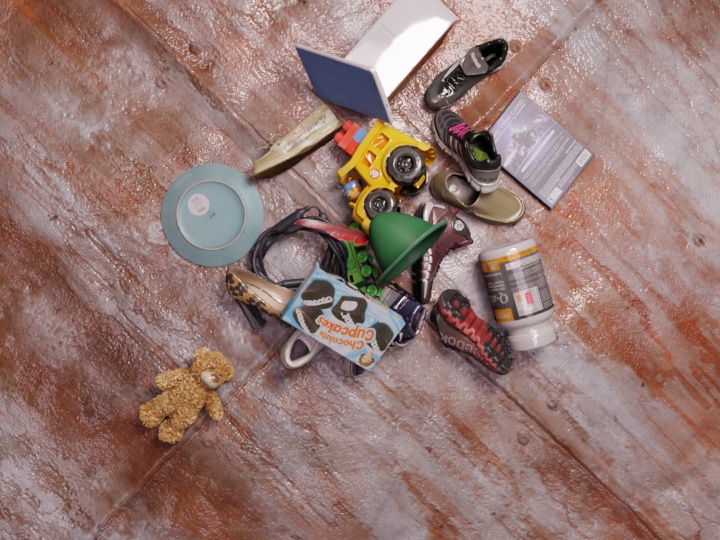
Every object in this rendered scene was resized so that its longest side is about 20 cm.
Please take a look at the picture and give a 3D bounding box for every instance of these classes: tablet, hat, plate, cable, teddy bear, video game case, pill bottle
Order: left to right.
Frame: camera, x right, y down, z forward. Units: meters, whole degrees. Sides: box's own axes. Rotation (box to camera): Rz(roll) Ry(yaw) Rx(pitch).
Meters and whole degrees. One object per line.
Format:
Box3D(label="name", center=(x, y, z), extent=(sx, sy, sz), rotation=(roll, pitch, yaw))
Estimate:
Box3D(label="teddy bear", center=(-0.330, 0.243, 1.351), extent=(0.199, 0.067, 0.146), rotation=(-28, 96, -3))
Box3D(label="plate", center=(-0.287, -0.107, 1.367), extent=(0.198, 0.026, 0.202), rotation=(0, 92, -4))
Box3D(label="cable", center=(-0.122, -0.020, 1.364), extent=(0.199, 0.051, 0.164), rotation=(-34, 100, 11))
Box3D(label="tablet", center=(-0.029, -0.342, 1.287), extent=(0.199, 0.130, 0.014), rotation=(29, 70, 34))
Box3D(label="hat", center=(0.034, -0.090, 1.258), extent=(0.176, 0.200, 0.166), rotation=(48, 117, 9))
Box3D(label="pill bottle", center=(0.309, 0.046, 1.371), extent=(0.115, 0.116, 0.202), rotation=(-16, 92, -4))
Box3D(label="video game case", center=(0.351, -0.241, 1.416), extent=(0.200, 0.019, 0.143), rotation=(39, 88, -3))

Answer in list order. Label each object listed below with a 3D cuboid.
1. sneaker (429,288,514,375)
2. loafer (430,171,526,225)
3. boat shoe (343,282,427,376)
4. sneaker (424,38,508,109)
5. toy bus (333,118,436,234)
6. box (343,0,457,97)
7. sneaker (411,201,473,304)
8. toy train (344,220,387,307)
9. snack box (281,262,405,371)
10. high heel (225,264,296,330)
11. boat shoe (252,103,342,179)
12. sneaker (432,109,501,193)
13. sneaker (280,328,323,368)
Box3D(label="sneaker", center=(0.212, 0.130, 1.377), extent=(0.200, 0.098, 0.071), rotation=(46, 48, 2))
Box3D(label="loafer", center=(0.234, -0.140, 1.384), extent=(0.198, 0.067, 0.077), rotation=(16, 90, -4))
Box3D(label="boat shoe", center=(0.049, 0.128, 1.357), extent=(0.092, 0.075, 0.201), rotation=(28, 89, 32))
Box3D(label="sneaker", center=(0.207, -0.387, 1.363), extent=(0.199, 0.091, 0.067), rotation=(-35, 88, -3))
Box3D(label="toy bus", center=(0.020, -0.187, 1.345), extent=(0.191, 0.136, 0.201), rotation=(35, 91, 9))
Box3D(label="box", center=(0.066, -0.412, 1.323), extent=(0.106, 0.152, 0.200), rotation=(42, 89, -3))
Box3D(label="sneaker", center=(0.166, -0.032, 1.381), extent=(0.114, 0.076, 0.202), rotation=(2, 94, -12))
Box3D(label="toy train", center=(0.000, 0.000, 1.359), extent=(0.056, 0.042, 0.202), rotation=(-23, 71, 20))
Box3D(label="snack box", center=(-0.031, 0.086, 1.285), extent=(0.199, 0.037, 0.117), rotation=(32, 102, -19))
Box3D(label="high heel", center=(-0.152, 0.037, 1.311), extent=(0.198, 0.072, 0.143), rotation=(-13, 120, 22))
Box3D(label="boat shoe", center=(-0.130, -0.244, 1.358), extent=(0.199, 0.073, 0.063), rotation=(-34, 88, -14))
Box3D(label="sneaker", center=(0.208, -0.246, 1.341), extent=(0.073, 0.088, 0.201), rotation=(-20, 63, -20))
Box3D(label="sneaker", center=(-0.075, 0.113, 1.352), extent=(0.075, 0.100, 0.200), rotation=(39, 87, -2))
